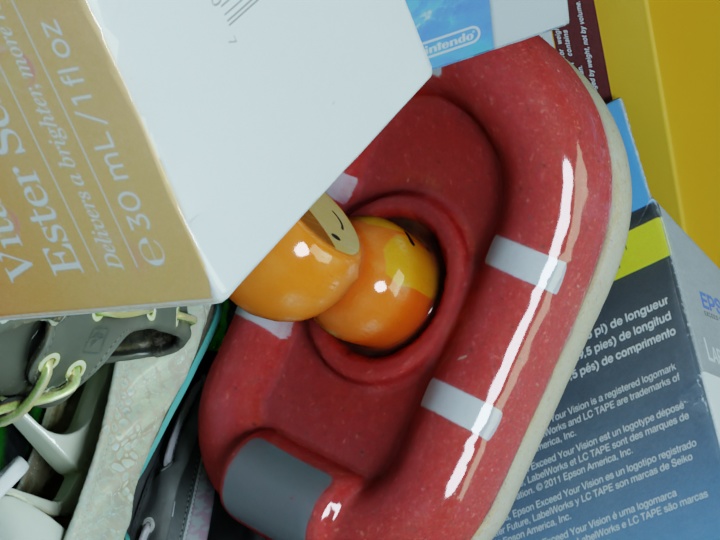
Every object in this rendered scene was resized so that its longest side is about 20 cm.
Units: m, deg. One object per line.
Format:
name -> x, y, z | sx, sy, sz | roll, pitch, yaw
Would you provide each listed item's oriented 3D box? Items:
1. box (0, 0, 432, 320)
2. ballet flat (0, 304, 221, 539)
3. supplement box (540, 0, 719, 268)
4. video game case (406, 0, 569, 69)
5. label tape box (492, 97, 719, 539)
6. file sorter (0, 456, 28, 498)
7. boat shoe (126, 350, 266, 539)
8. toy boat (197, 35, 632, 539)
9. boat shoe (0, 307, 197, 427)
box -> -0.110, -0.076, 0.520 | 0.106, 0.199, 0.153 | -50, 124, -45
ballet flat -> -0.110, 0.075, 0.759 | 0.062, 0.067, 0.201 | 34, 60, -29
supplement box -> 0.054, -0.092, 0.859 | 0.133, 0.199, 0.198 | -57, 143, -40
video game case -> -0.041, -0.130, 0.636 | 0.199, 0.045, 0.182 | -20, 125, -14
label tape box -> 0.077, 0.061, 0.779 | 0.063, 0.144, 0.201 | 17, 55, -49
file sorter -> -0.091, 0.179, 0.614 | 0.200, 0.124, 0.139 | 48, 34, -5
boat shoe -> -0.063, 0.115, 0.781 | 0.067, 0.057, 0.201 | 30, 47, -35
toy boat -> 0.000, 0.000, 0.725 | 0.131, 0.130, 0.201 | 25, 88, -50
boat shoe -> -0.101, 0.013, 0.661 | 0.202, 0.072, 0.061 | -26, 97, -73
